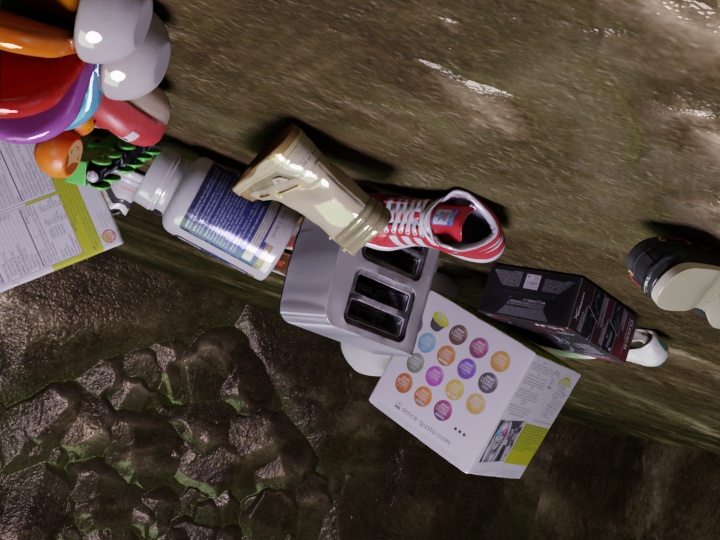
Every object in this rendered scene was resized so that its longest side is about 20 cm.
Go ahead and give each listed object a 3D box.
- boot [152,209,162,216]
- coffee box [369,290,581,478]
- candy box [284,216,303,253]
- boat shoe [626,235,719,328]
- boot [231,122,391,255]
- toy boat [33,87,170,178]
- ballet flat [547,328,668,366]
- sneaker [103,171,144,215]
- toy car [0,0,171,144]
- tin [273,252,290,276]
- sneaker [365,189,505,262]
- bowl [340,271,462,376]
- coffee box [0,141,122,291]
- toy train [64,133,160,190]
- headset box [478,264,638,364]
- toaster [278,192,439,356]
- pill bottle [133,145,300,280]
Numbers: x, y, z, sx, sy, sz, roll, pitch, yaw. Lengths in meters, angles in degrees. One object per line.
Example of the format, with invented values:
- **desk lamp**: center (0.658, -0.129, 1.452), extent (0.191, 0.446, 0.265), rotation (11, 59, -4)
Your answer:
- **boot**: center (-0.192, -0.087, 1.408), extent (0.200, 0.073, 0.151), rotation (2, 170, 28)
- **coffee box**: center (0.175, 0.173, 1.422), extent (0.200, 0.198, 0.200), rotation (32, -175, 35)
- **candy box**: center (-0.023, -0.025, 1.486), extent (0.200, 0.055, 0.115), rotation (22, 172, -22)
- **boat shoe**: center (0.347, 0.010, 0.950), extent (0.201, 0.074, 0.063), rotation (13, -148, -37)
- **boot**: center (-0.056, -0.080, 1.062), extent (0.155, 0.073, 0.200), rotation (39, 160, -12)
- **toy boat**: center (-0.298, -0.159, 0.989), extent (0.200, 0.131, 0.130), rotation (13, 170, 34)
- **ballet flat**: center (0.379, 0.104, 1.475), extent (0.200, 0.070, 0.069), rotation (6, 166, 37)
- **sneaker**: center (-0.432, -0.135, 1.584), extent (0.074, 0.080, 0.200), rotation (22, 172, -33)
- **toy car**: center (-0.255, -0.175, 0.741), extent (0.175, 0.150, 0.200), rotation (18, 171, 0)
- **tin**: center (-0.061, 0.013, 1.518), extent (0.200, 0.042, 0.112), rotation (22, 173, -41)
- **sneaker**: center (0.066, -0.056, 1.067), extent (0.199, 0.071, 0.112), rotation (9, 174, 8)
- **bowl**: center (0.054, 0.075, 1.550), extent (0.075, 0.200, 0.200), rotation (44, 161, -18)
- **coffee box**: center (-0.460, -0.086, 1.247), extent (0.197, 0.200, 0.200), rotation (-25, -171, -23)
- **toy train**: center (-0.289, -0.139, 1.113), extent (0.056, 0.042, 0.200), rotation (11, -158, 4)
- **headset box**: center (0.288, 0.065, 1.343), extent (0.149, 0.077, 0.200), rotation (11, 167, 43)
- **toaster**: center (0.000, 0.000, 1.211), extent (0.200, 0.181, 0.119), rotation (23, 167, -35)
- **pill bottle**: center (-0.190, -0.080, 1.244), extent (0.200, 0.111, 0.111), rotation (29, 169, -11)
